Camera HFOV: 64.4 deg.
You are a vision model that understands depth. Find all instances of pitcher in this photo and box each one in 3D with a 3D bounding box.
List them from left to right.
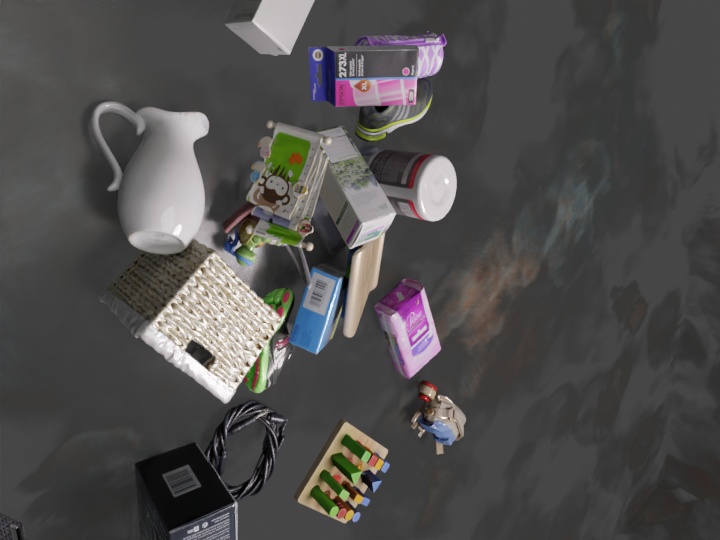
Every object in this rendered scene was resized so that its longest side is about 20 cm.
[{"bbox_3d":[-0.305,-0.138,0.818,0.166,0.121,0.208,8,67,-25],"label":"pitcher"}]

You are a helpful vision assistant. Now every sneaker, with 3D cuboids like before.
[{"bbox_3d":[-0.168,0.130,1.093,0.083,0.075,0.207,7,104,-59],"label":"sneaker"},{"bbox_3d":[0.072,-0.327,1.111,0.198,0.074,0.082,-39,158,-26],"label":"sneaker"}]

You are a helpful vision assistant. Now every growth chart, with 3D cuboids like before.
[{"bbox_3d":[-0.121,-0.141,0.927,0.018,0.139,0.208,39,61,-71],"label":"growth chart"}]

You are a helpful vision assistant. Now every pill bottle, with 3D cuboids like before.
[{"bbox_3d":[0.071,-0.161,1.050,0.108,0.196,0.115,-15,113,-40],"label":"pill bottle"}]

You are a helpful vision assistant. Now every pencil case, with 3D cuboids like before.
[{"bbox_3d":[0.076,-0.410,1.092,0.195,0.085,0.087,-21,87,-33],"label":"pencil case"}]

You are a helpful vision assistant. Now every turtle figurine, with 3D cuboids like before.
[{"bbox_3d":[-0.127,-0.085,0.999,0.144,0.194,0.201,24,85,-76],"label":"turtle figurine"}]

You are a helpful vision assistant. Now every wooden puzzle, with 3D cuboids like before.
[{"bbox_3d":[0.000,0.000,1.128,0.201,0.045,0.191,-60,160,-59],"label":"wooden puzzle"}]

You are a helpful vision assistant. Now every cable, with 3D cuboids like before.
[{"bbox_3d":[-0.231,0.361,1.123,0.162,0.050,0.205,33,83,-42],"label":"cable"}]

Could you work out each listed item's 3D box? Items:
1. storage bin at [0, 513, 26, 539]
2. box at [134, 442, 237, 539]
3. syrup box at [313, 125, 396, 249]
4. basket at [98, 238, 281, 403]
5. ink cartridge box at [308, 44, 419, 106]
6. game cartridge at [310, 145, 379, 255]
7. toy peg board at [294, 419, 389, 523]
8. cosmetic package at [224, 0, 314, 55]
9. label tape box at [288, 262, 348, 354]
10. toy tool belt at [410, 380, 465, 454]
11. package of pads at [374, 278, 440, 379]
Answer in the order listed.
[{"bbox_3d":[-0.576,0.451,0.797,0.201,0.133,0.095,-49,130,-15],"label":"storage bin"},{"bbox_3d":[-0.302,0.451,0.992,0.121,0.198,0.204,-11,112,-34],"label":"box"},{"bbox_3d":[-0.026,-0.150,1.020,0.077,0.204,0.082,-20,161,-31],"label":"syrup box"},{"bbox_3d":[-0.262,0.064,0.893,0.162,0.197,0.199,-51,131,-15],"label":"basket"},{"bbox_3d":[0.006,-0.344,1.013,0.192,0.038,0.098,-1,124,-2],"label":"ink cartridge box"},{"bbox_3d":[-0.021,-0.147,1.137,0.200,0.040,0.135,-46,133,-19],"label":"game cartridge"},{"bbox_3d":[-0.017,0.489,1.321,0.203,0.097,0.199,-56,131,-10],"label":"toy peg board"},{"bbox_3d":[-0.120,-0.452,0.897,0.084,0.106,0.206,28,85,-42],"label":"cosmetic package"},{"bbox_3d":[-0.071,0.066,1.124,0.200,0.064,0.148,-40,148,-83],"label":"label tape box"},{"bbox_3d":[0.185,0.377,1.442,0.200,0.123,0.125,46,67,-40],"label":"toy tool belt"},{"bbox_3d":[0.113,0.135,1.325,0.120,0.075,0.205,-38,126,-27],"label":"package of pads"}]
